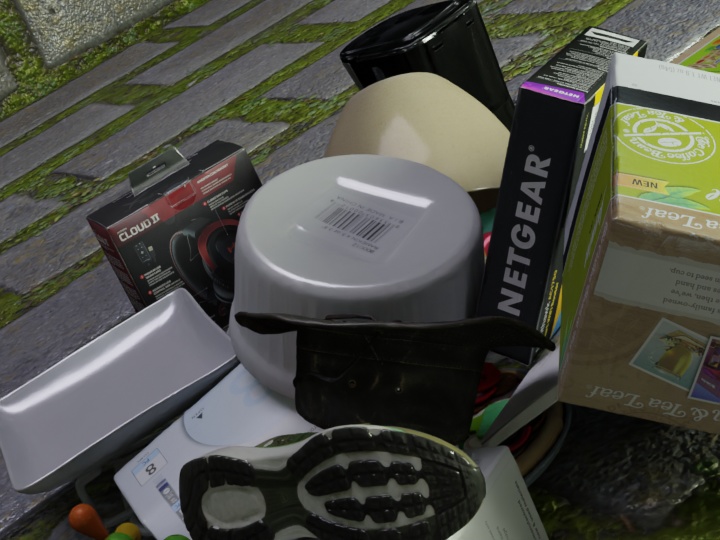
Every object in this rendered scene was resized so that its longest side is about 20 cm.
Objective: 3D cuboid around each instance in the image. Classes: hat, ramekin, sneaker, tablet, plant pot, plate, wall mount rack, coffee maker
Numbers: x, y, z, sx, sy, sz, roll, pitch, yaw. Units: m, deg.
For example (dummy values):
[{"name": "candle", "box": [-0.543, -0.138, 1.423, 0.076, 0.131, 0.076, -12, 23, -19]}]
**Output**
[{"name": "hat", "box": [0.019, 0.069, 0.937, 0.199, 0.082, 0.201, 4, -7, 0]}, {"name": "ramekin", "box": [0.000, 0.000, 1.113, 0.198, 0.098, 0.201, -1, 37, 0]}, {"name": "sneaker", "box": [-0.009, 0.117, 0.885, 0.199, 0.078, 0.088, -6, 9, 33]}, {"name": "tablet", "box": [0.156, 0.043, 1.035, 0.130, 0.014, 0.200, -42, 2, 33]}, {"name": "plant pot", "box": [0.048, -0.091, 1.317, 0.199, 0.136, 0.200, -15, -16, -4]}, {"name": "plate", "box": [-0.198, 0.100, 1.225, 0.199, 0.032, 0.200, -32, 22, -11]}, {"name": "wall mount rack", "box": [-0.152, 0.128, 1.239, 0.173, 0.075, 0.200, -27, 22, -7]}, {"name": "coffee maker", "box": [0.097, -0.150, 1.439, 0.191, 0.201, 0.135, -13, 24, 28]}]

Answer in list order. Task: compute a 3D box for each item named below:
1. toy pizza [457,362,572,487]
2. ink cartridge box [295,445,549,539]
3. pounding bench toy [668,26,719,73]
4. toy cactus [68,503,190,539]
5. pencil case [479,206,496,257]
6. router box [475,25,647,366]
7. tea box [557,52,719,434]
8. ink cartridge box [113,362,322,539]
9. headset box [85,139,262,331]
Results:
[{"name": "toy pizza", "box": [0.054, 0.122, 1.082, 0.199, 0.032, 0.200, -22, 21, 9]}, {"name": "ink cartridge box", "box": [0.003, 0.198, 0.882, 0.144, 0.088, 0.200, -10, 23, 36]}, {"name": "pounding bench toy", "box": [0.325, -0.089, 1.095, 0.124, 0.157, 0.200, -35, 22, -23]}, {"name": "toy cactus", "box": [-0.159, 0.233, 0.973, 0.199, 0.102, 0.166, -6, 44, 50]}, {"name": "pencil case", "box": [0.051, 0.014, 1.266, 0.199, 0.089, 0.089, -22, 21, 10]}, {"name": "router box", "box": [0.141, -0.055, 1.076, 0.051, 0.201, 0.149, 19, 31, 19]}, {"name": "tea box", "box": [0.228, -0.010, 0.896, 0.198, 0.134, 0.197, 11, 37, 0]}, {"name": "ink cartridge box", "box": [-0.076, 0.148, 1.074, 0.160, 0.047, 0.200, -41, 31, -8]}, {"name": "headset box", "box": [-0.145, -0.013, 1.389, 0.148, 0.201, 0.075, -32, 22, -17]}]
